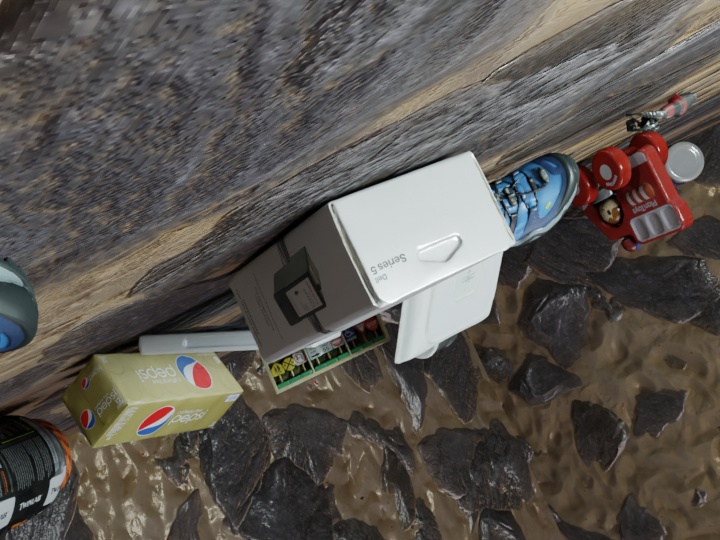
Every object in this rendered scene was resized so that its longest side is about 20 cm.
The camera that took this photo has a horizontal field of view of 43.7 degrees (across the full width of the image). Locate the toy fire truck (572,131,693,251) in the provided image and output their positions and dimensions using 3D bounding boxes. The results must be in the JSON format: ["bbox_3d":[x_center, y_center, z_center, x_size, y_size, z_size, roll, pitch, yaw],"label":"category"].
[{"bbox_3d":[0.429,-0.117,1.451,0.111,0.169,0.200,-23,176,-26],"label":"toy fire truck"}]

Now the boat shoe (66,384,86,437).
[{"bbox_3d":[-0.260,0.129,1.049,0.084,0.069,0.200,-35,175,16],"label":"boat shoe"}]

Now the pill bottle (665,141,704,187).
[{"bbox_3d":[0.923,-0.306,2.641,0.115,0.117,0.200,-25,176,2],"label":"pill bottle"}]

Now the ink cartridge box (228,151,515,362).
[{"bbox_3d":[0.003,-0.007,0.724,0.145,0.085,0.200,-24,176,-34],"label":"ink cartridge box"}]

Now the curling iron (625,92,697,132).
[{"bbox_3d":[0.365,-0.194,1.063,0.049,0.026,0.199,-1,-162,38],"label":"curling iron"}]

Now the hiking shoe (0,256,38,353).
[{"bbox_3d":[-0.177,0.050,0.261,0.074,0.087,0.199,-28,176,36],"label":"hiking shoe"}]

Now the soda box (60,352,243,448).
[{"bbox_3d":[-0.215,0.131,0.953,0.064,0.068,0.200,-48,159,15],"label":"soda box"}]

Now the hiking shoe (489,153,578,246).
[{"bbox_3d":[0.140,-0.057,0.943,0.199,0.075,0.087,-35,162,14],"label":"hiking shoe"}]

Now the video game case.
[{"bbox_3d":[-0.123,0.072,0.984,0.180,0.024,0.200,-3,179,6],"label":"video game case"}]

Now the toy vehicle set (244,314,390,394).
[{"bbox_3d":[-0.067,0.094,1.408,0.199,0.125,0.027,-25,177,-8],"label":"toy vehicle set"}]

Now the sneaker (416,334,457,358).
[{"bbox_3d":[0.113,0.026,1.289,0.070,0.202,0.099,12,180,19],"label":"sneaker"}]

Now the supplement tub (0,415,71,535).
[{"bbox_3d":[-0.409,0.229,0.980,0.122,0.123,0.200,-26,176,14],"label":"supplement tub"}]

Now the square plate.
[{"bbox_3d":[0.123,0.004,1.114,0.028,0.200,0.199,26,-149,33],"label":"square plate"}]
